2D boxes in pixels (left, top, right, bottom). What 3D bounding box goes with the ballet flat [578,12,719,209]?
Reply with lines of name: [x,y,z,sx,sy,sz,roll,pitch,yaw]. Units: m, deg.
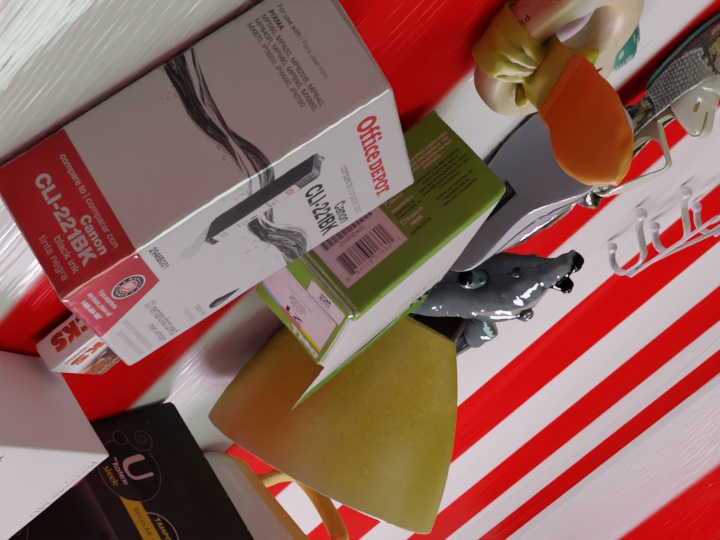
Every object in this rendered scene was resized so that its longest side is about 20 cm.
ballet flat: [0.241,-0.119,1.314,0.200,0.072,0.072,-41,162,21]

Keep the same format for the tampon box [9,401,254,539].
tampon box: [-0.204,0.228,1.293,0.126,0.150,0.200,-13,153,-50]

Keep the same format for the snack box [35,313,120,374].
snack box: [-0.114,-0.001,1.049,0.199,0.024,0.072,-38,164,12]

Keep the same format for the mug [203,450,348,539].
mug: [-0.118,0.252,1.513,0.149,0.154,0.186,-39,163,15]

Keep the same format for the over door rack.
over door rack: [0.357,-0.060,1.665,0.147,0.067,0.200,-24,-179,-31]

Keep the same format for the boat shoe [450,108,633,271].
boat shoe: [0.136,-0.071,1.267,0.199,0.074,0.065,-34,171,36]

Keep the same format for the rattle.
rattle: [0.168,-0.116,1.078,0.131,0.143,0.200,-54,155,4]

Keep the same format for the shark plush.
shark plush: [0.106,0.019,1.329,0.083,0.092,0.199,10,178,-34]

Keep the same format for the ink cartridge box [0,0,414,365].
ink cartridge box: [-0.076,-0.050,0.883,0.199,0.084,0.144,-34,162,-4]

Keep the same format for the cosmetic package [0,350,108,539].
cosmetic package: [-0.251,0.105,0.984,0.107,0.085,0.200,-40,161,10]

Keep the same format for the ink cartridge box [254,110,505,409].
ink cartridge box: [0.000,0.000,1.140,0.148,0.076,0.200,-39,171,-26]

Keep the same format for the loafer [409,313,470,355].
loafer: [0.032,0.079,1.480,0.200,0.068,0.071,-37,156,-8]

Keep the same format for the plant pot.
plant pot: [-0.001,0.096,1.299,0.143,0.199,0.200,-63,161,0]
